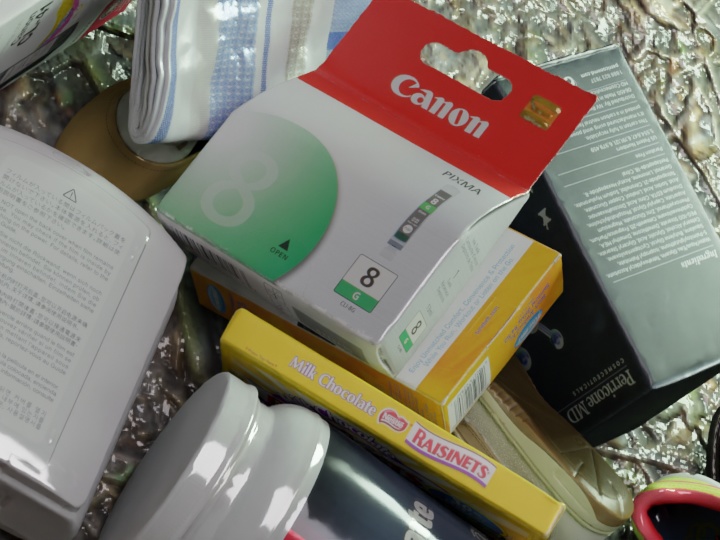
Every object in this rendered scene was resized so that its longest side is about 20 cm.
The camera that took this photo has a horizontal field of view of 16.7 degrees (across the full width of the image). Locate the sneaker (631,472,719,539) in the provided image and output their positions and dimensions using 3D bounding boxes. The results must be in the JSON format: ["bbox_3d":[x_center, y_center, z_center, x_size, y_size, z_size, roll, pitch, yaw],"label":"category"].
[{"bbox_3d":[0.236,0.179,1.409,0.079,0.199,0.090,-66,154,0],"label":"sneaker"}]

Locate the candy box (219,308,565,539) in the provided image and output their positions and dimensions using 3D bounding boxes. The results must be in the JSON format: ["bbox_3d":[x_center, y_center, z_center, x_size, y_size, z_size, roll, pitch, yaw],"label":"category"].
[{"bbox_3d":[0.014,0.091,1.305,0.199,0.102,0.027,31,73,7],"label":"candy box"}]

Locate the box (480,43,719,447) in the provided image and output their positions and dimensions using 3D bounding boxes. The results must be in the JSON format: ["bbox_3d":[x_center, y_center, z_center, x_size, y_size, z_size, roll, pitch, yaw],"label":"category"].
[{"bbox_3d":[0.121,-0.004,1.445,0.107,0.148,0.201,-19,76,-37],"label":"box"}]

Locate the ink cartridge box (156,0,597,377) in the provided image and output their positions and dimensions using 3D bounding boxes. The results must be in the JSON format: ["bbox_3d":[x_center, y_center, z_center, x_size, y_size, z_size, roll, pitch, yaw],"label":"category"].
[{"bbox_3d":[0.010,-0.062,1.345,0.160,0.050,0.201,30,76,26],"label":"ink cartridge box"}]

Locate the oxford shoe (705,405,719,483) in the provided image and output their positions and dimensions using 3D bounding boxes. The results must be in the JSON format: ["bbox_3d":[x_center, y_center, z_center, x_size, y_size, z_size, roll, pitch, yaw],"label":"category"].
[{"bbox_3d":[0.270,0.164,1.492,0.072,0.084,0.201,-4,66,-32],"label":"oxford shoe"}]

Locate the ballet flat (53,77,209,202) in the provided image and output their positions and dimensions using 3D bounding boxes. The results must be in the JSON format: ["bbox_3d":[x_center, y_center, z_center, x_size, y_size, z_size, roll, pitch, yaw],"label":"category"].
[{"bbox_3d":[-0.096,-0.099,1.413,0.200,0.063,0.069,-34,86,-39],"label":"ballet flat"}]

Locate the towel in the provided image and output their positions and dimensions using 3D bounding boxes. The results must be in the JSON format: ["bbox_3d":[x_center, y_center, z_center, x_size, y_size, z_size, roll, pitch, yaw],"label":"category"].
[{"bbox_3d":[-0.054,-0.147,1.374,0.199,0.024,0.148,-10,111,-52],"label":"towel"}]

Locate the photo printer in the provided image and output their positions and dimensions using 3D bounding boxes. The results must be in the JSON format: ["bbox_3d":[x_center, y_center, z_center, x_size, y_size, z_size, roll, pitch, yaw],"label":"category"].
[{"bbox_3d":[-0.187,0.022,1.287,0.166,0.069,0.201,31,53,-15],"label":"photo printer"}]

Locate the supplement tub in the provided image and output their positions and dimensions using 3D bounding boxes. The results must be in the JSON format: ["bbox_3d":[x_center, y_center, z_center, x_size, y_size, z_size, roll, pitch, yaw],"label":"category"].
[{"bbox_3d":[-0.024,0.159,1.272,0.199,0.140,0.141,35,52,-12],"label":"supplement tub"}]

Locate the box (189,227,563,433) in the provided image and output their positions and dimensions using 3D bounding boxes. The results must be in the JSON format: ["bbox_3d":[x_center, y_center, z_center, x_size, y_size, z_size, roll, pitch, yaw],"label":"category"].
[{"bbox_3d":[0.000,0.000,1.374,0.199,0.042,0.119,27,61,27],"label":"box"}]

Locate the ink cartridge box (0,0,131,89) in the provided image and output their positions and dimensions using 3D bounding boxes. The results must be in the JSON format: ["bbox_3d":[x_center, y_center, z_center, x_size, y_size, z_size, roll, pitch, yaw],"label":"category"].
[{"bbox_3d":[-0.191,-0.164,1.334,0.086,0.148,0.200,48,52,0],"label":"ink cartridge box"}]

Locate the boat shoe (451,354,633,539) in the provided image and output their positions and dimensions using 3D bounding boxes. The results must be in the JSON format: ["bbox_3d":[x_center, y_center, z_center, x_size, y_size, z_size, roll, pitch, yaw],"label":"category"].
[{"bbox_3d":[0.068,0.086,1.389,0.074,0.066,0.200,10,35,-55],"label":"boat shoe"}]
